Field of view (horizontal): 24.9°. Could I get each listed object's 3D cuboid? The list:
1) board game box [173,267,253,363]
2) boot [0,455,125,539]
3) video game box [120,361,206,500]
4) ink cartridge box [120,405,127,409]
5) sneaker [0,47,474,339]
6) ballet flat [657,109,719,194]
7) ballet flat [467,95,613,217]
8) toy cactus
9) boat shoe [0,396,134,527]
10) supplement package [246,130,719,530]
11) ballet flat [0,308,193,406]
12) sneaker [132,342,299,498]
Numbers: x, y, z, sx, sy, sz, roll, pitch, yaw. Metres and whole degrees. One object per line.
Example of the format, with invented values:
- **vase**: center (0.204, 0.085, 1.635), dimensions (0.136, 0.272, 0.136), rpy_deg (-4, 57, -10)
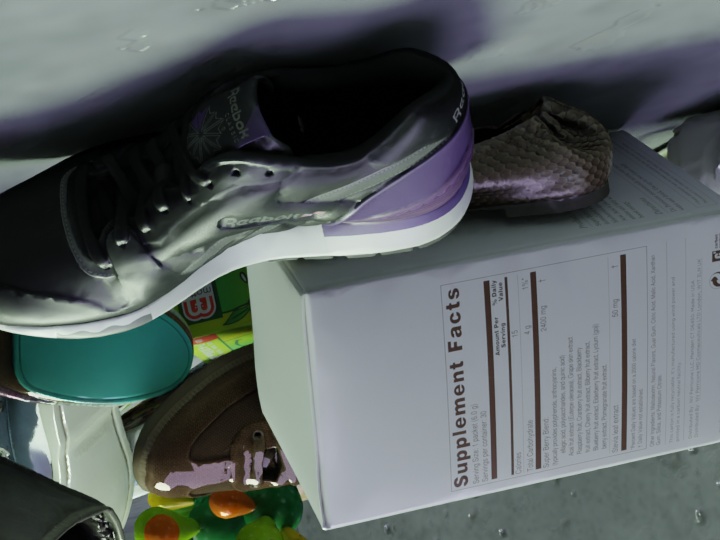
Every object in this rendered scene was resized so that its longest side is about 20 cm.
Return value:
- **board game box**: center (0.000, 0.000, 0.880), dimensions (0.200, 0.048, 0.102), rpy_deg (-13, 169, 1)
- **boot**: center (-0.203, 0.094, 0.781), dimensions (0.200, 0.073, 0.182), rpy_deg (15, -175, 11)
- **video game box**: center (-0.066, 0.073, 1.011), dimensions (0.182, 0.047, 0.200), rpy_deg (-21, -173, 35)
- **ink cartridge box**: center (-0.212, 0.087, 1.027), dimensions (0.200, 0.076, 0.148), rpy_deg (-36, 178, -22)
- **sneaker**: center (-0.058, -0.039, 0.591), dimensions (0.200, 0.076, 0.088), rpy_deg (-16, 155, -4)
- **ballet flat**: center (0.173, -0.047, 0.832), dimensions (0.069, 0.070, 0.200), rpy_deg (-9, 170, -21)
- **ballet flat**: center (0.010, -0.042, 0.698), dimensions (0.200, 0.046, 0.067), rpy_deg (-8, -157, -2)
- **toy cactus**: center (-0.061, 0.143, 0.955), dimensions (0.165, 0.102, 0.200), rpy_deg (-38, 179, -20)
- **boat shoe**: center (-0.174, 0.102, 0.910), dimensions (0.075, 0.062, 0.200), rpy_deg (-45, 150, -37)
- **supplement package**: center (0.057, 0.022, 0.754), dimensions (0.200, 0.120, 0.121), rpy_deg (-10, -155, -13)
- **ballet flat**: center (-0.181, 0.029, 0.789), dimensions (0.200, 0.069, 0.071), rpy_deg (2, -172, -32)
- **sneaker**: center (-0.018, 0.075, 0.839), dimensions (0.200, 0.076, 0.071), rpy_deg (-22, 132, -31)
